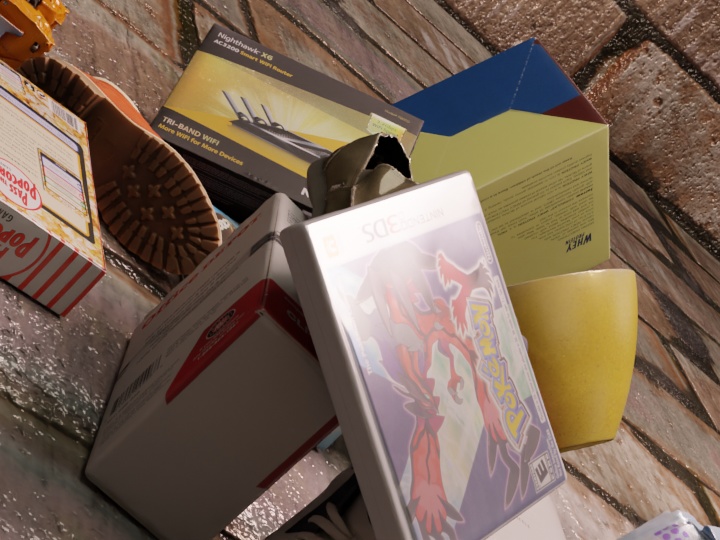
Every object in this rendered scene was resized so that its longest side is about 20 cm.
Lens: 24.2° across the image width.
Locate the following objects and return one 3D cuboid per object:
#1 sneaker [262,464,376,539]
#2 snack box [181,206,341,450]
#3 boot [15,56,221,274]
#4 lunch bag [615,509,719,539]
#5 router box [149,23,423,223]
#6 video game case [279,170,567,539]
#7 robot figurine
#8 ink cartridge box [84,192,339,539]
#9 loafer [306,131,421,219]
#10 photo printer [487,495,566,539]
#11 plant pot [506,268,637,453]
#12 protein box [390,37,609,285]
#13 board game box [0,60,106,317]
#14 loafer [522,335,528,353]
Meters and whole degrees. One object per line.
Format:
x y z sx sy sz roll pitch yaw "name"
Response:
-0.010 0.158 0.947 0.080 0.130 0.199 48 16 13 "sneaker"
-0.077 0.035 1.250 0.116 0.037 0.201 35 19 -33 "snack box"
-0.165 -0.079 1.250 0.200 0.075 0.107 48 11 10 "boot"
0.173 0.266 1.025 0.127 0.200 0.170 26 26 -51 "lunch bag"
-0.063 -0.101 1.370 0.199 0.052 0.158 24 44 -2 "router box"
0.042 0.054 0.952 0.182 0.023 0.202 -21 94 -55 "video game case"
-0.314 -0.240 1.282 0.200 0.058 0.145 42 16 -18 "robot figurine"
-0.075 0.056 1.007 0.084 0.144 0.200 43 16 -15 "ink cartridge box"
0.011 -0.032 1.050 0.075 0.070 0.201 41 17 -29 "loafer"
0.086 0.194 1.217 0.166 0.069 0.200 39 17 -22 "photo printer"
0.163 0.092 1.506 0.200 0.199 0.143 10 67 -64 "plant pot"
0.120 -0.074 1.600 0.135 0.197 0.201 57 -12 36 "protein box"
-0.241 -0.077 1.087 0.151 0.046 0.201 37 18 -30 "board game box"
0.043 0.075 1.215 0.199 0.072 0.064 4 74 -34 "loafer"
